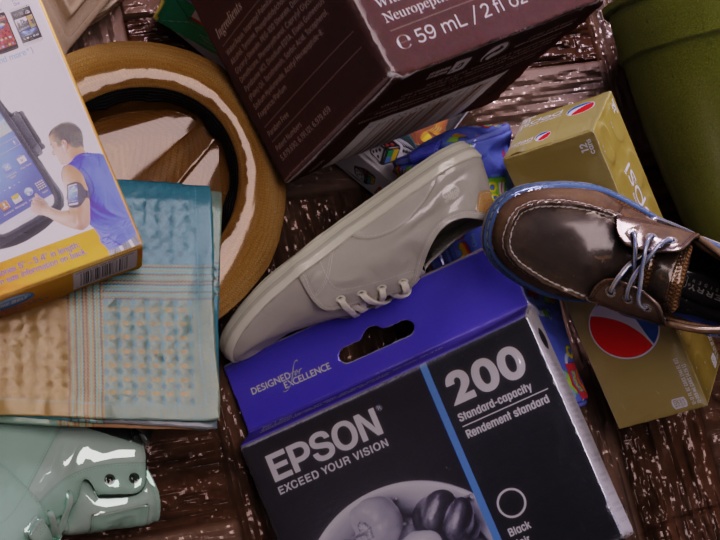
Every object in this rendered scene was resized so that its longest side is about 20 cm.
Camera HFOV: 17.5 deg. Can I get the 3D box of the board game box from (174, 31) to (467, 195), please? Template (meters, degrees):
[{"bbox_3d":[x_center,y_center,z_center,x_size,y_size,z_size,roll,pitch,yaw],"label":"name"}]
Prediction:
[{"bbox_3d":[-0.018,-0.151,1.540,0.200,0.035,0.126,39,64,-3],"label":"board game box"}]

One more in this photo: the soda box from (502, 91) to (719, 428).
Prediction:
[{"bbox_3d":[0.161,-0.006,1.481,0.200,0.064,0.068,65,25,-18],"label":"soda box"}]

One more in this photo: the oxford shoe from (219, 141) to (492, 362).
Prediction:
[{"bbox_3d":[0.000,0.000,1.418,0.200,0.075,0.058,-36,82,7],"label":"oxford shoe"}]

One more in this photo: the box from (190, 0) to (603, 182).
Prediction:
[{"bbox_3d":[0.004,-0.189,1.395,0.166,0.164,0.200,-24,82,-30],"label":"box"}]

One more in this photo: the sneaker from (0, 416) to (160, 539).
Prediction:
[{"bbox_3d":[-0.177,0.155,1.354,0.118,0.074,0.201,12,66,-8],"label":"sneaker"}]

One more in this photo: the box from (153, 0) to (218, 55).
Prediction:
[{"bbox_3d":[-0.038,-0.220,1.512,0.117,0.048,0.200,28,62,-8],"label":"box"}]

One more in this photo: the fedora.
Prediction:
[{"bbox_3d":[-0.145,-0.040,1.431,0.200,0.082,0.201,3,77,-12],"label":"fedora"}]

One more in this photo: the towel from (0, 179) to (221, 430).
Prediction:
[{"bbox_3d":[-0.180,0.018,1.357,0.199,0.022,0.147,2,78,-6],"label":"towel"}]

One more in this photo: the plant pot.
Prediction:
[{"bbox_3d":[0.275,-0.096,1.551,0.200,0.200,0.194,-9,87,-22],"label":"plant pot"}]

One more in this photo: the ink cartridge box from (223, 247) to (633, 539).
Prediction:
[{"bbox_3d":[0.034,0.108,1.414,0.198,0.043,0.201,-25,79,8],"label":"ink cartridge box"}]

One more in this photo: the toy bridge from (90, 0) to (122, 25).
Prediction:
[{"bbox_3d":[-0.177,-0.198,1.505,0.067,0.027,0.200,45,64,-3],"label":"toy bridge"}]

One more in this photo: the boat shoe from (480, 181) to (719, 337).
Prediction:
[{"bbox_3d":[0.170,-0.005,1.398,0.199,0.072,0.072,13,95,-22],"label":"boat shoe"}]

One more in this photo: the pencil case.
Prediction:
[{"bbox_3d":[0.081,0.008,1.476,0.087,0.078,0.201,-14,87,-58],"label":"pencil case"}]

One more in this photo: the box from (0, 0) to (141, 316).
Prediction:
[{"bbox_3d":[-0.215,-0.076,1.336,0.119,0.041,0.200,-21,77,-13],"label":"box"}]

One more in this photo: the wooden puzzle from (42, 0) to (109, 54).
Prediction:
[{"bbox_3d":[-0.180,-0.254,1.434,0.046,0.185,0.200,13,57,29],"label":"wooden puzzle"}]
